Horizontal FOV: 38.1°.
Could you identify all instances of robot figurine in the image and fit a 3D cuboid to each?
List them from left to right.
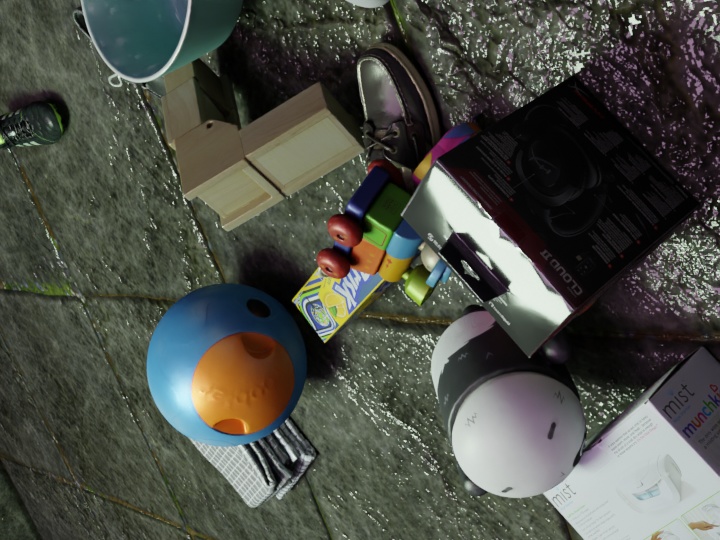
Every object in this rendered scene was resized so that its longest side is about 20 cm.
[{"bbox_3d":[0.133,0.113,0.947,0.201,0.124,0.151,-102,-5,-60],"label":"robot figurine"}]

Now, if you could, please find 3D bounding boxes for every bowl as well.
[{"bbox_3d":[-0.193,-0.298,1.067,0.200,0.104,0.203,15,111,42],"label":"bowl"}]

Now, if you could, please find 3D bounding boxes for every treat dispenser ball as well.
[{"bbox_3d":[-0.166,0.117,1.302,0.200,0.200,0.202,31,138,32],"label":"treat dispenser ball"}]

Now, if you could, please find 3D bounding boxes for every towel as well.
[{"bbox_3d":[-0.172,0.244,1.513,0.200,0.085,0.166,50,146,9],"label":"towel"}]

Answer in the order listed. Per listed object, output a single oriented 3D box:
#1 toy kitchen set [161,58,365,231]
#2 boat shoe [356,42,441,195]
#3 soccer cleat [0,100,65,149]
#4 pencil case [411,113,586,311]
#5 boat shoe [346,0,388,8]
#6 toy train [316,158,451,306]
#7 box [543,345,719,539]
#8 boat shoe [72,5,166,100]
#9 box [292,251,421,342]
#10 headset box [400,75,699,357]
[{"bbox_3d":[-0.090,-0.156,1.126,0.163,0.179,0.201,41,-154,-51],"label":"toy kitchen set"},{"bbox_3d":[0.037,-0.113,0.989,0.073,0.065,0.202,1,118,50],"label":"boat shoe"},{"bbox_3d":[-0.512,-0.211,1.573,0.199,0.081,0.068,2,119,50],"label":"soccer cleat"},{"bbox_3d":[0.135,-0.045,0.912,0.200,0.088,0.089,47,144,18],"label":"pencil case"},{"bbox_3d":[-0.041,-0.302,0.947,0.200,0.071,0.070,43,171,14],"label":"boat shoe"},{"bbox_3d":[0.025,-0.008,0.980,0.115,0.085,0.200,33,154,5],"label":"toy train"},{"bbox_3d":[0.280,0.197,0.908,0.177,0.096,0.200,48,145,14],"label":"box"},{"bbox_3d":[-0.270,-0.254,1.252,0.200,0.068,0.074,50,145,10],"label":"boat shoe"},{"bbox_3d":[0.000,0.000,1.120,0.064,0.070,0.200,50,145,6],"label":"box"},{"bbox_3d":[0.141,-0.042,0.799,0.149,0.199,0.077,47,144,11],"label":"headset box"}]
